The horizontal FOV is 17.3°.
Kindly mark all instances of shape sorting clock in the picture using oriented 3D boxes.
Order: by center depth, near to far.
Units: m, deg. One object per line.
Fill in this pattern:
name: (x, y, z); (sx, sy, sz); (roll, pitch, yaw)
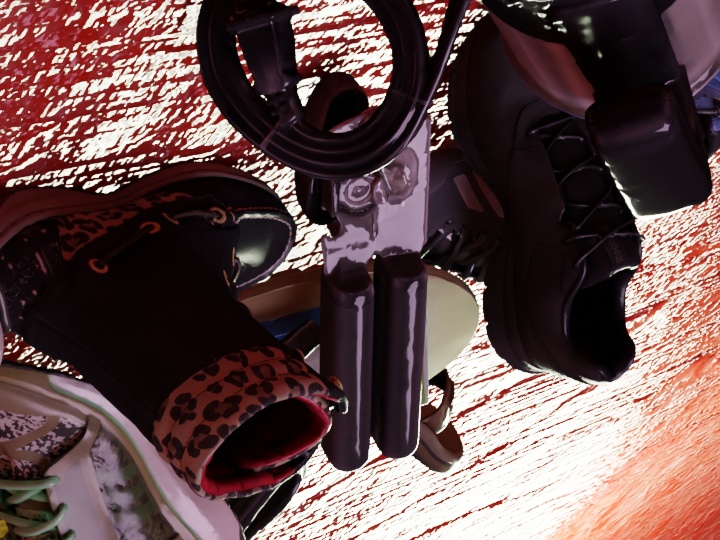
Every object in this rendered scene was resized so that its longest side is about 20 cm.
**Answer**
shape sorting clock: (-0.035, 0.045, 1.220); (0.199, 0.039, 0.200); (-14, 152, -8)

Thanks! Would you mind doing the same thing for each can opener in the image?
can opener: (0.000, 0.000, 1.113); (0.053, 0.067, 0.201); (-13, 130, -19)

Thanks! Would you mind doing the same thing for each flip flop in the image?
flip flop: (0.025, 0.072, 1.426); (0.058, 0.081, 0.200); (-54, 156, -3)

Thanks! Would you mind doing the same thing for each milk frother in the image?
milk frother: (0.053, -0.112, 0.987); (0.199, 0.182, 0.188); (1, 168, 15)

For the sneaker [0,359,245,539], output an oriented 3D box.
sneaker: (-0.125, 0.105, 1.012); (0.200, 0.077, 0.089); (45, 56, -40)

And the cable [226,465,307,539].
cable: (-0.101, 0.156, 1.245); (0.200, 0.050, 0.097); (-55, 157, -26)

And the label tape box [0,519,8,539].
label tape box: (-0.184, 0.129, 1.139); (0.144, 0.063, 0.200); (-16, 142, -50)

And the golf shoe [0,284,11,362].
golf shoe: (-0.169, 0.014, 0.862); (0.078, 0.097, 0.200); (-35, 163, -19)

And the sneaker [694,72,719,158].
sneaker: (0.172, -0.097, 1.277); (0.200, 0.089, 0.079); (-31, 161, -26)

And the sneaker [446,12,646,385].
sneaker: (0.101, -0.036, 1.161); (0.076, 0.091, 0.201); (-23, 114, -23)

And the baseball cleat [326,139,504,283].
baseball cleat: (0.068, -0.017, 1.232); (0.200, 0.107, 0.070); (-13, 159, -49)

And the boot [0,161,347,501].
boot: (-0.060, 0.026, 0.997); (0.203, 0.154, 0.074); (-8, 131, -56)

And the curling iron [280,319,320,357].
curling iron: (-0.093, 0.092, 1.124); (0.200, 0.026, 0.050); (-45, 176, -13)
